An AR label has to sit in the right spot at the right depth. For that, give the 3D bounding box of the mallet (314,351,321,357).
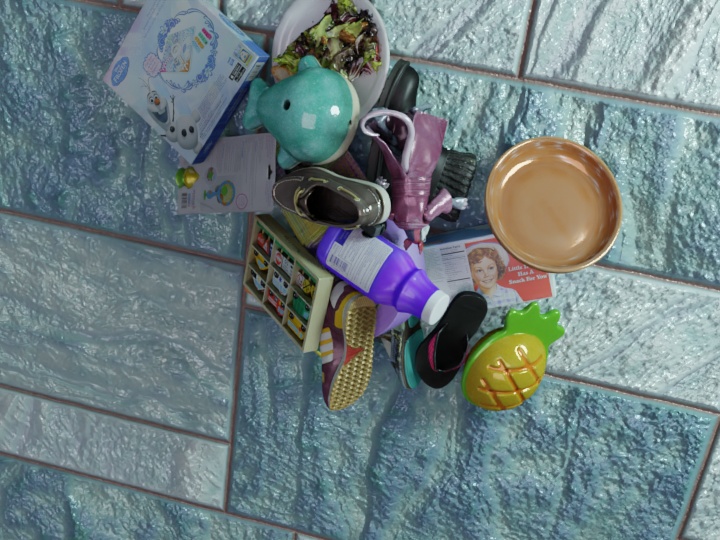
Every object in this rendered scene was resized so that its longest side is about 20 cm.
[{"bbox_3d":[-0.074,0.124,1.376,0.200,0.066,0.041,46,112,9],"label":"mallet"}]

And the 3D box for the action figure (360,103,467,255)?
[{"bbox_3d":[0.075,-0.120,1.110,0.131,0.149,0.204,-3,100,10],"label":"action figure"}]

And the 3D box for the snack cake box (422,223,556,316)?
[{"bbox_3d":[0.189,-0.007,1.246,0.196,0.067,0.117,-10,106,16],"label":"snack cake box"}]

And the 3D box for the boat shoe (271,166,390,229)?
[{"bbox_3d":[-0.053,-0.096,1.111,0.198,0.059,0.073,15,113,37],"label":"boat shoe"}]

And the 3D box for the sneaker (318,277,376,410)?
[{"bbox_3d":[-0.030,0.109,1.225,0.090,0.074,0.203,37,124,45],"label":"sneaker"}]

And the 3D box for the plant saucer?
[{"bbox_3d":[0.270,-0.090,1.164,0.196,0.038,0.204,1,74,-4],"label":"plant saucer"}]

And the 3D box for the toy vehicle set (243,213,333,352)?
[{"bbox_3d":[-0.113,0.015,1.240,0.200,0.026,0.126,42,128,43],"label":"toy vehicle set"}]

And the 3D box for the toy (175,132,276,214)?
[{"bbox_3d":[-0.200,-0.146,1.273,0.197,0.047,0.118,1,88,30],"label":"toy"}]

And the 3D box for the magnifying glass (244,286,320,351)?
[{"bbox_3d":[-0.115,0.066,1.314,0.199,0.022,0.081,32,142,34],"label":"magnifying glass"}]

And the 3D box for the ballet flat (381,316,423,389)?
[{"bbox_3d":[0.065,0.091,1.321,0.073,0.074,0.204,4,109,11],"label":"ballet flat"}]

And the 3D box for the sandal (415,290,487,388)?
[{"bbox_3d":[0.135,0.116,1.259,0.074,0.045,0.202,16,130,-7],"label":"sandal"}]

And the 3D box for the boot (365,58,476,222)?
[{"bbox_3d":[0.098,-0.186,1.193,0.155,0.080,0.214,15,117,9],"label":"boot"}]

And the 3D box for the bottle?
[{"bbox_3d":[0.033,0.002,1.145,0.199,0.065,0.084,34,95,24],"label":"bottle"}]

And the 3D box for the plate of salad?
[{"bbox_3d":[-0.050,-0.304,1.177,0.197,0.048,0.204,6,101,28],"label":"plate of salad"}]

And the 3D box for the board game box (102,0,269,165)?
[{"bbox_3d":[-0.264,-0.302,1.230,0.199,0.043,0.201,42,113,7],"label":"board game box"}]

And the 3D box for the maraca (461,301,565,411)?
[{"bbox_3d":[0.233,0.134,1.265,0.135,0.107,0.202,16,116,-30],"label":"maraca"}]

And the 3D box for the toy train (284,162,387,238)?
[{"bbox_3d":[-0.037,-0.111,1.166,0.199,0.045,0.034,39,125,26],"label":"toy train"}]

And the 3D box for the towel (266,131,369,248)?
[{"bbox_3d":[-0.075,-0.147,1.230,0.143,0.023,0.202,-41,67,21],"label":"towel"}]

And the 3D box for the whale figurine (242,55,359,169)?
[{"bbox_3d":[-0.098,-0.223,1.139,0.198,0.103,0.162,19,98,33],"label":"whale figurine"}]

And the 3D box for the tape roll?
[{"bbox_3d":[0.000,0.000,1.253,0.197,0.065,0.204,9,105,34],"label":"tape roll"}]
